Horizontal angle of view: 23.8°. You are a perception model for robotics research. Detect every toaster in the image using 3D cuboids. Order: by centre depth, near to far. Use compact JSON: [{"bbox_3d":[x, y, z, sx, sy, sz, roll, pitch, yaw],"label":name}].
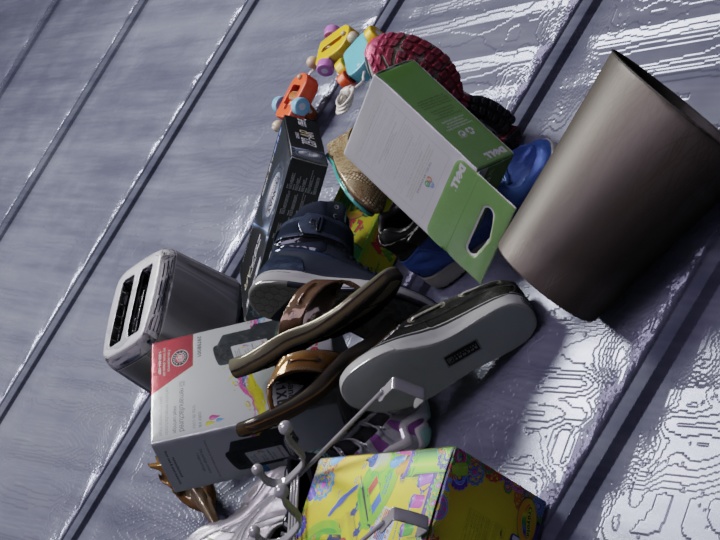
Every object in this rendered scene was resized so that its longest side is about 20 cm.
[{"bbox_3d":[-0.223,0.072,2.018,0.113,0.129,0.202,-28,42,40],"label":"toaster"}]

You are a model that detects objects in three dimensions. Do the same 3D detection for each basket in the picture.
[{"bbox_3d":[0.224,-0.067,1.520,0.201,0.135,0.181,-52,44,15],"label":"basket"}]

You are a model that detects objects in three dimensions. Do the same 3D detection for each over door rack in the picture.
[{"bbox_3d":[-0.030,0.189,1.470,0.199,0.066,0.149,-35,38,34],"label":"over door rack"}]

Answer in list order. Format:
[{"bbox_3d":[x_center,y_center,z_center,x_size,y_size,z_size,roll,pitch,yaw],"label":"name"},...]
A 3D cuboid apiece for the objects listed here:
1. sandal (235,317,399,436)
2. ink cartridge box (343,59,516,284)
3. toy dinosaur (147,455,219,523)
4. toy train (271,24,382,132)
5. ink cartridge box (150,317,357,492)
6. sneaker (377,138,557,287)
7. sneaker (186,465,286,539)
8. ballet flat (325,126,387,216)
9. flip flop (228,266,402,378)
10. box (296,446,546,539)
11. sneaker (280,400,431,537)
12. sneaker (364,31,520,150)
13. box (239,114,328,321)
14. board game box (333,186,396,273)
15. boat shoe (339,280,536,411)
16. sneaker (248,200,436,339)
[{"bbox_3d":[-0.046,0.095,1.650,0.199,0.055,0.082,-36,1,-20],"label":"sandal"},{"bbox_3d":[0.080,-0.095,1.628,0.200,0.059,0.104,45,135,22],"label":"ink cartridge box"},{"bbox_3d":[-0.174,0.244,1.859,0.060,0.107,0.200,-33,26,-8],"label":"toy dinosaur"},{"bbox_3d":[-0.027,-0.227,2.091,0.199,0.055,0.151,7,69,60],"label":"toy train"},{"bbox_3d":[-0.110,0.129,1.765,0.198,0.083,0.147,-14,43,6],"label":"ink cartridge box"},{"bbox_3d":[0.102,-0.076,1.713,0.200,0.111,0.077,-41,34,24],"label":"sneaker"},{"bbox_3d":[-0.115,0.291,1.723,0.200,0.078,0.100,-48,36,15],"label":"sneaker"},{"bbox_3d":[0.005,-0.115,1.813,0.065,0.071,0.200,-43,22,6],"label":"ballet flat"},{"bbox_3d":[-0.050,0.043,1.671,0.199,0.081,0.058,-28,79,22],"label":"flip flop"},{"bbox_3d":[0.034,0.273,1.485,0.192,0.122,0.202,-11,53,50],"label":"box"},{"bbox_3d":[-0.016,0.176,1.623,0.077,0.139,0.202,-8,56,51],"label":"sneaker"},{"bbox_3d":[0.073,-0.169,1.751,0.074,0.200,0.081,14,70,55],"label":"sneaker"},{"bbox_3d":[-0.088,-0.056,1.926,0.160,0.043,0.202,-104,29,-68],"label":"box"},{"bbox_3d":[0.005,-0.047,1.885,0.101,0.047,0.201,4,65,56],"label":"board game box"},{"bbox_3d":[0.070,0.070,1.628,0.198,0.071,0.064,-23,34,-1],"label":"boat shoe"},{"bbox_3d":[0.000,-0.001,1.763,0.147,0.200,0.077,-69,-10,-49],"label":"sneaker"}]
